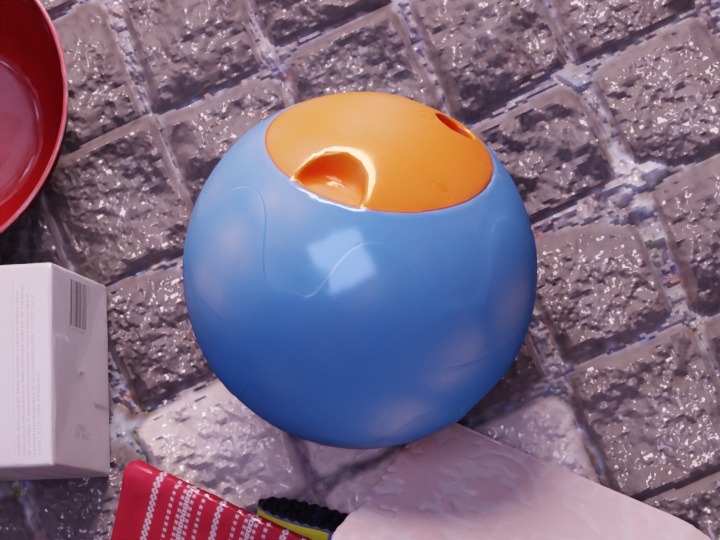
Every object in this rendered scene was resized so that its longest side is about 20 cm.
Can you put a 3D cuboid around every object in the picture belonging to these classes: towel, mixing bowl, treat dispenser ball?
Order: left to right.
[{"bbox_3d":[-0.258,-0.092,1.651,0.199,0.108,0.201,-2,82,10],"label":"mixing bowl"},{"bbox_3d":[-0.068,0.207,1.577,0.199,0.022,0.145,22,109,24],"label":"towel"},{"bbox_3d":[0.000,0.000,1.540,0.200,0.201,0.202,-1,82,11],"label":"treat dispenser ball"},{"bbox_3d":[0.086,0.167,1.509,0.190,0.200,0.032,23,120,15],"label":"towel"}]

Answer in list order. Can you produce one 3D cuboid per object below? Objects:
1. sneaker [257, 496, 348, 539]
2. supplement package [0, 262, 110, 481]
[{"bbox_3d":[0.022,0.195,1.585,0.199,0.066,0.079,16,97,14],"label":"sneaker"},{"bbox_3d":[-0.260,0.065,1.624,0.199,0.121,0.120,-3,82,10],"label":"supplement package"}]
